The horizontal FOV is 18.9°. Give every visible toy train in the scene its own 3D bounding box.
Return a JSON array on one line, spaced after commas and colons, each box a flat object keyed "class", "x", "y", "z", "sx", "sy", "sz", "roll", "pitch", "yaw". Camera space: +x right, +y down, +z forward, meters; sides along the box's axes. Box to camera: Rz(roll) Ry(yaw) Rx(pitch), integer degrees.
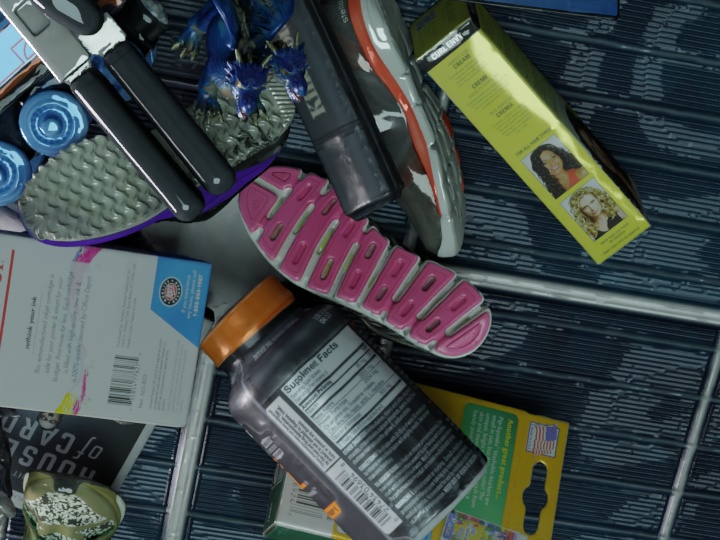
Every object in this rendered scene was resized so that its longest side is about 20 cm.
[{"class": "toy train", "x": -0.223, "y": -0.131, "z": 1.441, "sx": 0.200, "sy": 0.087, "sz": 0.114, "roll": -40, "pitch": 105, "yaw": 14}]

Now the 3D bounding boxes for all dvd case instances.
[{"class": "dvd case", "x": -0.215, "y": 0.084, "z": 1.549, "sx": 0.150, "sy": 0.025, "sz": 0.200, "roll": 23, "pitch": 111, "yaw": -19}]

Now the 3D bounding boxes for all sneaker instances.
[{"class": "sneaker", "x": 0.000, "y": 0.000, "z": 1.519, "sx": 0.200, "sy": 0.087, "sz": 0.074, "roll": 31, "pitch": 82, "yaw": 5}, {"class": "sneaker", "x": -0.216, "y": 0.215, "z": 1.553, "sx": 0.077, "sy": 0.089, "sz": 0.200, "roll": 11, "pitch": 142, "yaw": -3}, {"class": "sneaker", "x": -0.133, "y": -0.056, "z": 1.457, "sx": 0.200, "sy": 0.100, "sz": 0.070, "roll": -26, "pitch": 71, "yaw": -18}, {"class": "sneaker", "x": 0.012, "y": -0.097, "z": 1.483, "sx": 0.082, "sy": 0.077, "sz": 0.200, "roll": -18, "pitch": 104, "yaw": 16}]

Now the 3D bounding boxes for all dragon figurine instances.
[{"class": "dragon figurine", "x": -0.078, "y": -0.161, "z": 1.378, "sx": 0.059, "sy": 0.200, "sz": 0.099, "roll": 3, "pitch": 142, "yaw": -22}]

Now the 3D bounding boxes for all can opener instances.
[{"class": "can opener", "x": -0.159, "y": -0.119, "z": 1.364, "sx": 0.053, "sy": 0.067, "sz": 0.200, "roll": -39, "pitch": 91, "yaw": 6}]

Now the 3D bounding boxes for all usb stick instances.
[{"class": "usb stick", "x": -0.029, "y": -0.129, "z": 1.424, "sx": 0.033, "sy": 0.055, "sz": 0.200, "roll": -25, "pitch": 91, "yaw": -36}]

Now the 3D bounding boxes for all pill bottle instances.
[{"class": "pill bottle", "x": -0.017, "y": 0.096, "z": 1.474, "sx": 0.200, "sy": 0.106, "sz": 0.106, "roll": 46, "pitch": 106, "yaw": 2}]

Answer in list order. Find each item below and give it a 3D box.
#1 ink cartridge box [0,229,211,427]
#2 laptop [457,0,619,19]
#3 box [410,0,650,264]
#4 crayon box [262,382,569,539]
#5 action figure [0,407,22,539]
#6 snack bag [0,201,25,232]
[{"class": "ink cartridge box", "x": -0.211, "y": 0.034, "z": 1.457, "sx": 0.200, "sy": 0.068, "sz": 0.115, "roll": 9, "pitch": 92, "yaw": -20}, {"class": "laptop", "x": 0.084, "y": -0.282, "z": 1.372, "sx": 0.187, "sy": 0.116, "sz": 0.200, "roll": 6, "pitch": 114, "yaw": -7}, {"class": "box", "x": 0.116, "y": -0.099, "z": 1.481, "sx": 0.050, "sy": 0.075, "sz": 0.200, "roll": -38, "pitch": 112, "yaw": 15}, {"class": "crayon box", "x": 0.040, "y": 0.149, "z": 1.557, "sx": 0.200, "sy": 0.052, "sz": 0.126, "roll": 15, "pitch": 70, "yaw": -10}, {"class": "action figure", "x": -0.291, "y": 0.154, "z": 1.506, "sx": 0.119, "sy": 0.102, "sz": 0.200, "roll": 0, "pitch": 119, "yaw": 6}, {"class": "snack bag", "x": -0.245, "y": 0.049, "z": 1.554, "sx": 0.200, "sy": 0.021, "sz": 0.189, "roll": 26, "pitch": 110, "yaw": -14}]
